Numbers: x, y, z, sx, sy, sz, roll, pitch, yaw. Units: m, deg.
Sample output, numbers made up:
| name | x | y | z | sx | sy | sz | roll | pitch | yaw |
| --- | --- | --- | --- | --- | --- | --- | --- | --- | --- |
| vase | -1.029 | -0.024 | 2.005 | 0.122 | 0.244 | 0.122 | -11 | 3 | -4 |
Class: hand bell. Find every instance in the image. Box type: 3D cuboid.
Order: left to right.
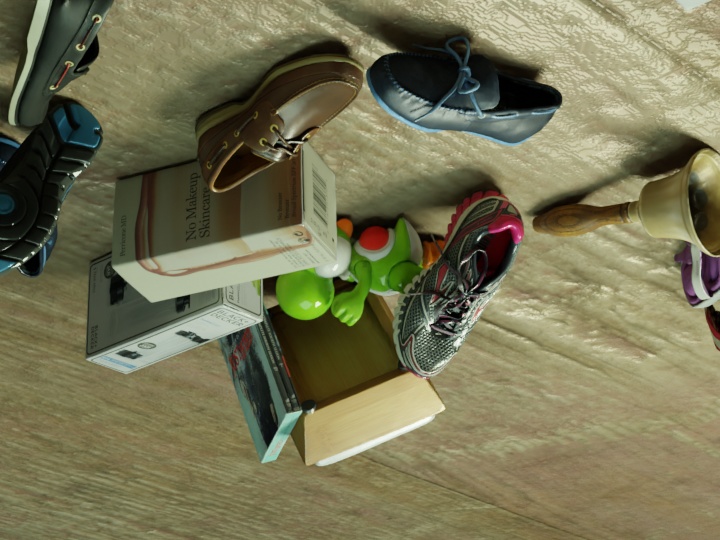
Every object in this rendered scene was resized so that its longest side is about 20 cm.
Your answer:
| name | x | y | z | sx | sy | sz | roll | pitch | yaw |
| --- | --- | --- | --- | --- | --- | --- | --- | --- | --- |
| hand bell | 0.259 | -0.055 | 1.713 | 0.200 | 0.104 | 0.104 | -7 | 156 | 38 |

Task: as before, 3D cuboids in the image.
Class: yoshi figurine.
| name | x | y | z | sx | sy | sz | roll | pitch | yaw |
| --- | --- | --- | --- | --- | --- | --- | --- | --- | --- |
| yoshi figurine | -0.004 | 0.011 | 1.781 | 0.200 | 0.112 | 0.112 | 8 | 159 | -14 |

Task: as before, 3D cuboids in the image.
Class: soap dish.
| name | x | y | z | sx | sy | sz | roll | pitch | yaw |
| --- | --- | --- | --- | --- | --- | --- | --- | --- | --- |
| soap dish | -0.021 | 0.098 | 1.823 | 0.157 | 0.200 | 0.081 | -22 | 134 | -8 |

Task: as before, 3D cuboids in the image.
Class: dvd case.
| name | x | y | z | sx | sy | sz | roll | pitch | yaw |
| --- | --- | --- | --- | --- | --- | --- | --- | --- | --- |
| dvd case | -0.115 | 0.086 | 1.819 | 0.022 | 0.200 | 0.146 | -12 | 158 | -20 |

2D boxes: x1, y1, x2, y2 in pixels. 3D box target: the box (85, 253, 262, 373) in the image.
| name | x | y | z | sx | sy | sz | roll | pitch | yaw |
| --- | --- | --- | --- | --- | --- | --- | --- | --- | --- |
| box | -0.191 | 0.021 | 1.770 | 0.200 | 0.117 | 0.060 | -23 | 147 | 34 |

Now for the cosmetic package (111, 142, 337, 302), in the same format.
| name | x | y | z | sx | sy | sz | roll | pitch | yaw |
| --- | --- | --- | --- | --- | --- | --- | --- | --- | --- |
| cosmetic package | -0.129 | -0.048 | 1.652 | 0.200 | 0.104 | 0.087 | -14 | 150 | 18 |

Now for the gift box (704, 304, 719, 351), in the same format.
| name | x | y | z | sx | sy | sz | roll | pitch | yaw |
| --- | --- | --- | --- | --- | --- | --- | --- | --- | --- |
| gift box | 0.471 | 0.061 | 1.847 | 0.186 | 0.185 | 0.200 | -17 | 148 | 9 |

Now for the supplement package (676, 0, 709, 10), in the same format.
| name | x | y | z | sx | sy | sz | roll | pitch | yaw |
| --- | --- | --- | --- | --- | --- | --- | --- | --- | --- |
| supplement package | 0.219 | -0.284 | 1.187 | 0.114 | 0.110 | 0.200 | -20 | 149 | 33 |

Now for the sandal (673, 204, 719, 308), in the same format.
| name | x | y | z | sx | sy | sz | roll | pitch | yaw |
| --- | --- | --- | --- | --- | --- | --- | --- | --- | --- |
| sandal | 0.351 | -0.007 | 1.790 | 0.050 | 0.083 | 0.203 | -14 | 156 | -5 |

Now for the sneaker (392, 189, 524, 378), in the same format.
| name | x | y | z | sx | sy | sz | roll | pitch | yaw |
| --- | --- | --- | --- | --- | --- | --- | --- | --- | --- |
| sneaker | 0.095 | 0.017 | 1.713 | 0.081 | 0.075 | 0.200 | 19 | 105 | -20 |

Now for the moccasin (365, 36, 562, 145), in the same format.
| name | x | y | z | sx | sy | sz | roll | pitch | yaw |
| --- | --- | --- | --- | --- | --- | --- | --- | --- | --- |
| moccasin | 0.092 | -0.161 | 1.486 | 0.200 | 0.081 | 0.068 | 3 | 152 | -44 |

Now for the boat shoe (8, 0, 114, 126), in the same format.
| name | x | y | z | sx | sy | sz | roll | pitch | yaw |
| --- | --- | --- | --- | --- | --- | --- | --- | --- | --- |
| boat shoe | -0.246 | -0.176 | 1.409 | 0.063 | 0.074 | 0.201 | 15 | 146 | -15 |

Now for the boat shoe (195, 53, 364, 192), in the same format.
| name | x | y | z | sx | sy | sz | roll | pitch | yaw |
| --- | --- | --- | --- | --- | --- | --- | --- | --- | --- |
| boat shoe | -0.070 | -0.127 | 1.531 | 0.072 | 0.068 | 0.200 | 21 | 145 | -39 |

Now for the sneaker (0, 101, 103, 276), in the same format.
| name | x | y | z | sx | sy | sz | roll | pitch | yaw |
| --- | --- | --- | --- | --- | --- | --- | --- | --- | --- |
| sneaker | -0.298 | -0.057 | 1.525 | 0.073 | 0.200 | 0.082 | 41 | 147 | -9 |

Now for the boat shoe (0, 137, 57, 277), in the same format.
| name | x | y | z | sx | sy | sz | roll | pitch | yaw |
| --- | --- | --- | --- | --- | --- | --- | --- | --- | --- |
| boat shoe | -0.325 | -0.057 | 1.651 | 0.084 | 0.069 | 0.200 | -7 | 153 | 10 |
